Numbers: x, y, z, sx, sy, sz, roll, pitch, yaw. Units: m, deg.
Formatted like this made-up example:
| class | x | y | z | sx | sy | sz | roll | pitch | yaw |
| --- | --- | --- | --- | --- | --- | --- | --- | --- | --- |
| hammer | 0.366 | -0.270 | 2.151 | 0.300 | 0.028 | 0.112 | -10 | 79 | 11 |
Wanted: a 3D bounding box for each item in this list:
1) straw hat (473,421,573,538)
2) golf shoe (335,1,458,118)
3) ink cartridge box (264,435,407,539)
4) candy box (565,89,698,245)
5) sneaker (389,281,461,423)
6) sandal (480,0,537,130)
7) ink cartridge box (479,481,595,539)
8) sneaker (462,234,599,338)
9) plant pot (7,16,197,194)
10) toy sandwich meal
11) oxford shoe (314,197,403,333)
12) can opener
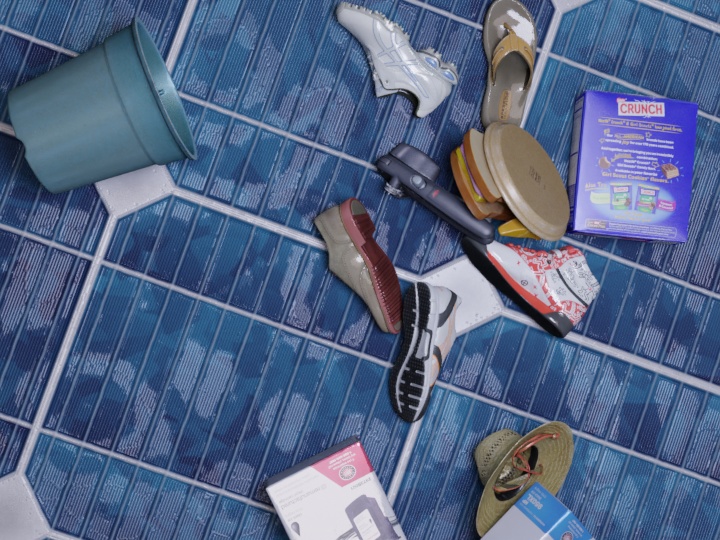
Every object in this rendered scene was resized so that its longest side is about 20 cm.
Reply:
| class | x | y | z | sx | sy | sz | roll | pitch | yaw |
| --- | --- | --- | --- | --- | --- | --- | --- | --- | --- |
| straw hat | 0.204 | 0.269 | 1.654 | 0.201 | 0.201 | 0.085 | -49 | 52 | -5 |
| golf shoe | 0.037 | -0.294 | 1.665 | 0.200 | 0.078 | 0.097 | 35 | 91 | -3 |
| ink cartridge box | -0.025 | 0.351 | 1.632 | 0.144 | 0.084 | 0.201 | -26 | 91 | -6 |
| candy box | 0.383 | -0.145 | 1.694 | 0.168 | 0.077 | 0.201 | 6 | 89 | -5 |
| sneaker | 0.097 | 0.117 | 1.659 | 0.080 | 0.074 | 0.201 | 4 | 102 | -41 |
| sandal | 0.212 | -0.289 | 1.691 | 0.080 | 0.054 | 0.201 | 6 | 88 | -6 |
| ink cartridge box | 0.225 | 0.414 | 1.628 | 0.200 | 0.084 | 0.145 | -44 | 126 | -6 |
| sneaker | 0.245 | -0.009 | 1.684 | 0.201 | 0.067 | 0.108 | 43 | 76 | 0 |
| plant pot | -0.344 | -0.204 | 1.571 | 0.195 | 0.200 | 0.201 | -21 | 91 | 2 |
| toy sandwich meal | 0.211 | -0.116 | 1.645 | 0.070 | 0.205 | 0.206 | -30 | 92 | 32 |
| oxford shoe | 0.000 | 0.000 | 1.666 | 0.075 | 0.070 | 0.201 | -19 | 96 | 25 |
| can opener | 0.105 | -0.102 | 1.646 | 0.200 | 0.063 | 0.079 | 40 | 92 | 20 |
